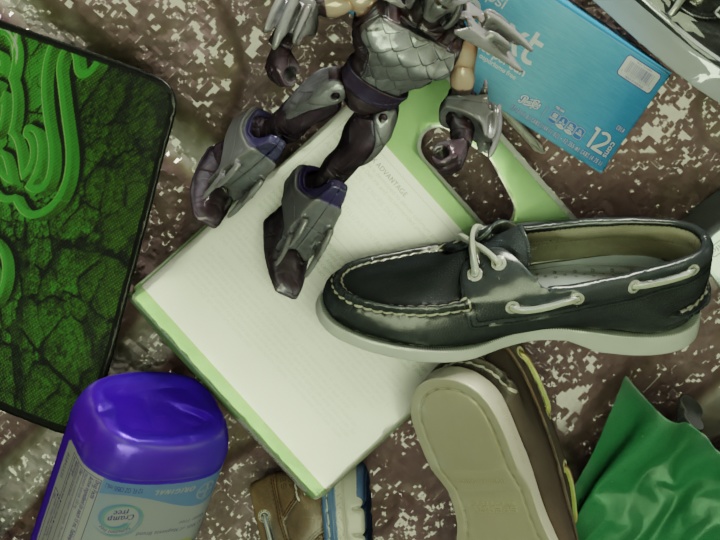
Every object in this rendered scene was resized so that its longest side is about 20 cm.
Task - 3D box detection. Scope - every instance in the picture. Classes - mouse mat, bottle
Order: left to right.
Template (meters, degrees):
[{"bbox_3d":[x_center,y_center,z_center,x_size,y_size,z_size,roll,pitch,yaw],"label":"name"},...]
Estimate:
[{"bbox_3d":[-0.188,-0.027,1.393,0.161,0.008,0.200,20,105,15],"label":"mouse mat"},{"bbox_3d":[-0.132,0.144,1.414,0.083,0.065,0.200,-1,131,-30],"label":"bottle"}]

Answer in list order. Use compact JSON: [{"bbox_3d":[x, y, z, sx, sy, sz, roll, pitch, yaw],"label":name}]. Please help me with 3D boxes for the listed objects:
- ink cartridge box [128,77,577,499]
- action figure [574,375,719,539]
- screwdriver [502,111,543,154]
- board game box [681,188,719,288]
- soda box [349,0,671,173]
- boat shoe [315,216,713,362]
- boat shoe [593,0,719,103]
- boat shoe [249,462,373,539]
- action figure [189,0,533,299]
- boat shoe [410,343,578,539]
[{"bbox_3d":[0.000,0.000,1.396,0.200,0.048,0.146,-42,94,-5],"label":"ink cartridge box"},{"bbox_3d":[0.134,0.159,1.439,0.118,0.055,0.200,39,115,5],"label":"action figure"},{"bbox_3d":[0.029,-0.130,1.376,0.028,0.029,0.200,-43,101,3],"label":"screwdriver"},{"bbox_3d":[0.286,0.012,1.398,0.148,0.064,0.200,-38,103,11],"label":"board game box"},{"bbox_3d":[0.052,-0.131,1.338,0.200,0.068,0.064,32,100,-18],"label":"soda box"},{"bbox_3d":[0.078,0.002,1.337,0.200,0.076,0.060,-3,130,-15],"label":"boat shoe"},{"bbox_3d":[0.162,-0.152,1.346,0.199,0.074,0.068,41,117,-1],"label":"boat shoe"},{"bbox_3d":[-0.027,0.201,1.457,0.072,0.072,0.200,-1,96,6],"label":"boat shoe"},{"bbox_3d":[-0.001,-0.080,1.290,0.130,0.069,0.200,32,128,-12],"label":"action figure"},{"bbox_3d":[0.080,0.122,1.387,0.072,0.060,0.200,1,124,32],"label":"boat shoe"}]
